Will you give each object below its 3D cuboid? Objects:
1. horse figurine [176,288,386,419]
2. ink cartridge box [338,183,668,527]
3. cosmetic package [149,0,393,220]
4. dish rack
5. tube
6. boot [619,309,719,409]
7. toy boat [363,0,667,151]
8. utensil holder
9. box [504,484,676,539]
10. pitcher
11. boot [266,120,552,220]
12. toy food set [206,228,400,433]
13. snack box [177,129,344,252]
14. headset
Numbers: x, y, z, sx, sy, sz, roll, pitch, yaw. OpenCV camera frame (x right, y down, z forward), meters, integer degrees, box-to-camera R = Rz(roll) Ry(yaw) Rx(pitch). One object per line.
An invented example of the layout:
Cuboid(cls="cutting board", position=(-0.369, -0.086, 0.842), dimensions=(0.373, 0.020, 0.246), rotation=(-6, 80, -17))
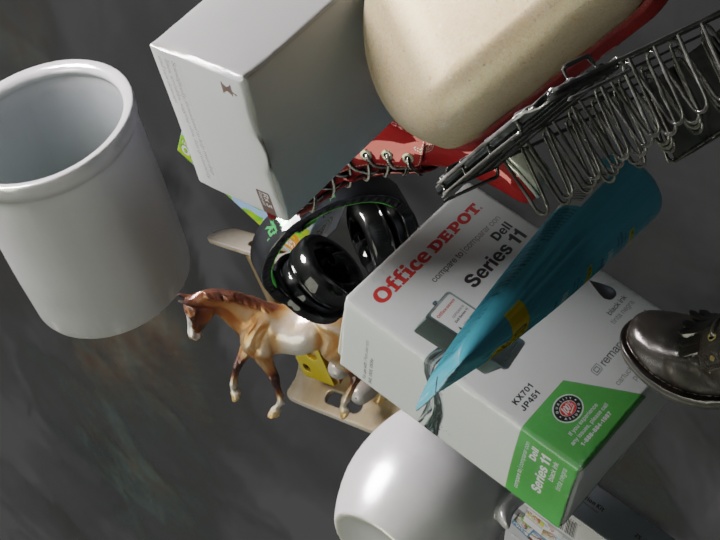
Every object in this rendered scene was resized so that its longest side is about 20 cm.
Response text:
Cuboid(cls="horse figurine", position=(-0.045, 0.066, 1.263), dimensions=(0.199, 0.050, 0.133), rotation=(1, 125, 9))
Cuboid(cls="ink cartridge box", position=(0.103, 0.053, 1.039), dimensions=(0.200, 0.147, 0.083), rotation=(34, 149, 20))
Cuboid(cls="cosmetic package", position=(-0.019, -0.139, 0.902), dimensions=(0.081, 0.200, 0.113), rotation=(27, 146, 34))
Cuboid(cls="dish rack", position=(0.138, -0.080, 0.771), dimensions=(0.055, 0.199, 0.153), rotation=(61, 152, 7))
Cuboid(cls="tube", position=(0.106, 0.007, 0.917), dimensions=(0.050, 0.200, 0.078), rotation=(42, 154, 10))
Cuboid(cls="boot", position=(0.237, 0.007, 0.895), dimensions=(0.199, 0.069, 0.175), rotation=(17, 135, 38))
Cuboid(cls="toy boat", position=(0.099, -0.147, 0.822), dimensions=(0.200, 0.130, 0.131), rotation=(-37, 61, 32))
Cuboid(cls="utensil holder", position=(-0.256, -0.060, 1.375), dimensions=(0.170, 0.170, 0.201), rotation=(25, 147, 36))
Cuboid(cls="box", position=(0.193, 0.253, 1.289), dimensions=(0.156, 0.041, 0.200), rotation=(34, 149, 24))
Cuboid(cls="pitcher", position=(0.091, 0.147, 1.124), dimensions=(0.171, 0.200, 0.122), rotation=(16, 140, 43))
Cuboid(cls="boot", position=(0.016, -0.068, 0.994), dimensions=(0.200, 0.145, 0.072), rotation=(36, 177, 25))
Cuboid(cls="toy food set", position=(-0.050, 0.056, 1.351), dimensions=(0.143, 0.060, 0.201), rotation=(16, 139, 44))
Cuboid(cls="snack box", position=(-0.064, -0.110, 1.161), dimensions=(0.142, 0.053, 0.200), rotation=(43, 153, 9))
Cuboid(cls="headset", position=(0.000, 0.000, 1.151), dimensions=(0.094, 0.123, 0.200), rotation=(62, -168, 28))
